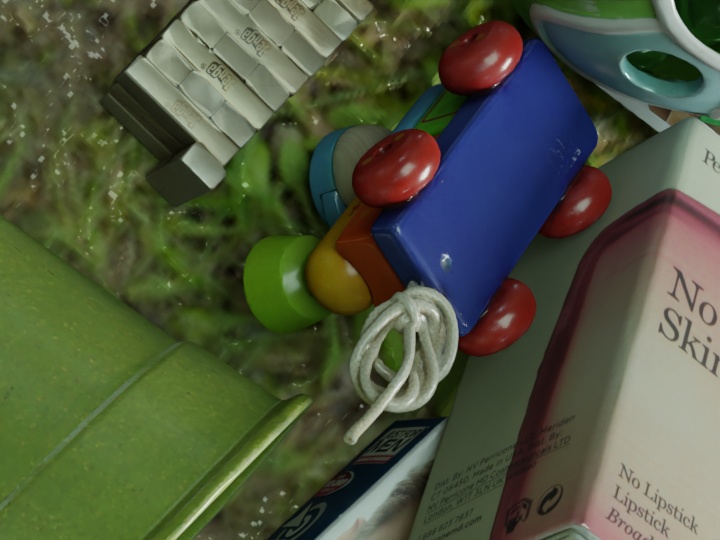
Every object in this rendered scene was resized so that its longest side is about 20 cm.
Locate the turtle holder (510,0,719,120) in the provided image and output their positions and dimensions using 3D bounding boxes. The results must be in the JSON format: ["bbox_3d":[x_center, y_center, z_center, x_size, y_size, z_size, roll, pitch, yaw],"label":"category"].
[{"bbox_3d":[0.136,-0.112,0.890,0.140,0.132,0.186,-34,117,1],"label":"turtle holder"}]

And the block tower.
[{"bbox_3d":[-0.021,-0.117,0.934,0.058,0.054,0.200,43,72,-9],"label":"block tower"}]

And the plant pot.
[{"bbox_3d":[-0.150,0.052,0.815,0.190,0.200,0.200,45,72,3],"label":"plant pot"}]

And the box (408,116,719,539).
[{"bbox_3d":[0.112,0.066,0.887,0.128,0.109,0.201,37,49,-19],"label":"box"}]

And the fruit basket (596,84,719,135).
[{"bbox_3d":[0.206,-0.109,0.991,0.200,0.094,0.186,39,78,-4],"label":"fruit basket"}]

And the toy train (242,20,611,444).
[{"bbox_3d":[0.000,0.000,0.863,0.085,0.115,0.200,55,47,-20],"label":"toy train"}]

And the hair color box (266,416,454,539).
[{"bbox_3d":[-0.016,0.157,0.903,0.200,0.060,0.100,-42,99,-19],"label":"hair color box"}]
